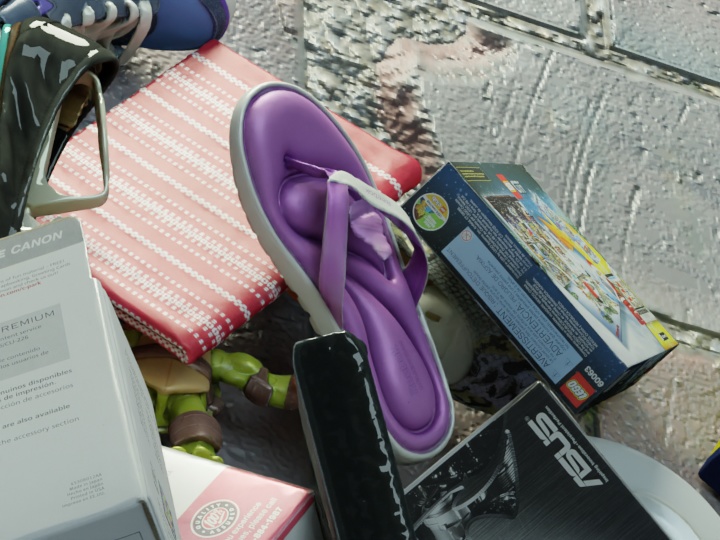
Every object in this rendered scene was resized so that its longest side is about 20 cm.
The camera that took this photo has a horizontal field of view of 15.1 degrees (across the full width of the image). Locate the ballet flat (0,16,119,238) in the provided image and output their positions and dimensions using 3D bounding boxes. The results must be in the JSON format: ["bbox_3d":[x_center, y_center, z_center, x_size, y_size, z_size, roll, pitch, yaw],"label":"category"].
[{"bbox_3d":[-0.155,-0.029,1.271,0.068,0.068,0.201,12,68,0],"label":"ballet flat"}]

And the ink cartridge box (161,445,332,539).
[{"bbox_3d":[-0.129,0.141,1.140,0.199,0.083,0.147,13,44,31],"label":"ink cartridge box"}]

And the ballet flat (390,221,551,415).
[{"bbox_3d":[0.012,0.012,1.417,0.200,0.072,0.072,45,45,13],"label":"ballet flat"}]

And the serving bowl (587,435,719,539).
[{"bbox_3d":[0.130,0.164,1.384,0.199,0.066,0.201,18,50,-22],"label":"serving bowl"}]

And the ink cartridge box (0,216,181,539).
[{"bbox_3d":[-0.180,0.087,1.081,0.199,0.084,0.176,-17,42,0],"label":"ink cartridge box"}]

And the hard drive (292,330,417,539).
[{"bbox_3d":[0.003,0.109,1.185,0.033,0.200,0.140,-14,80,-3],"label":"hard drive"}]

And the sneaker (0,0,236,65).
[{"bbox_3d":[-0.163,-0.117,1.391,0.199,0.081,0.147,19,50,-19],"label":"sneaker"}]

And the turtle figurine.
[{"bbox_3d":[-0.104,0.054,1.314,0.199,0.065,0.162,20,33,-5],"label":"turtle figurine"}]

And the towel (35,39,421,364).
[{"bbox_3d":[-0.078,-0.038,1.360,0.144,0.023,0.200,32,45,20],"label":"towel"}]

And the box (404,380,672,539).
[{"bbox_3d":[0.089,0.179,1.294,0.158,0.048,0.200,-39,81,0],"label":"box"}]

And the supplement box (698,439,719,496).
[{"bbox_3d":[0.295,0.067,1.532,0.109,0.109,0.200,40,46,0],"label":"supplement box"}]

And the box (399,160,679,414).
[{"bbox_3d":[0.098,0.005,1.427,0.137,0.038,0.200,49,12,8],"label":"box"}]

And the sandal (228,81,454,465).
[{"bbox_3d":[0.004,-0.004,1.317,0.082,0.050,0.203,-39,108,-45],"label":"sandal"}]
